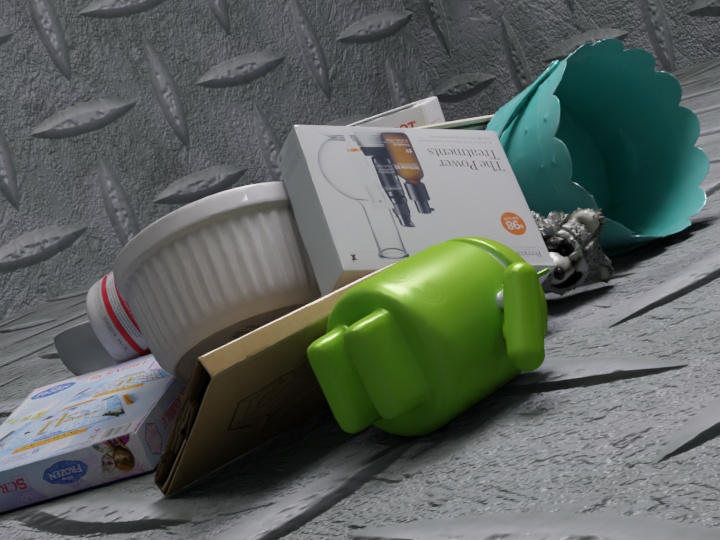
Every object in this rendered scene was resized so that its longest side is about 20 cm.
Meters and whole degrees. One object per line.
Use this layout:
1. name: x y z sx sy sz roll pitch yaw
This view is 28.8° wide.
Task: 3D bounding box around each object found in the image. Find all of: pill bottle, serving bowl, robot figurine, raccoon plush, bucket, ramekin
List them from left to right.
1. serving bowl: -0.236 0.088 1.559 0.199 0.066 0.200 -12 -10 -2
2. pill bottle: -0.164 0.009 1.388 0.200 0.112 0.112 -35 3 16
3. ramekin: -0.104 0.017 1.218 0.199 0.105 0.200 -20 -18 -7
4. robot figurine: 0.056 0.044 1.012 0.200 0.116 0.175 -27 -1 -44
5. raccoon plush: 0.152 -0.046 1.295 0.134 0.097 0.200 -16 43 6
6. bucket: 0.226 -0.110 1.385 0.207 0.208 0.135 -25 0 -37

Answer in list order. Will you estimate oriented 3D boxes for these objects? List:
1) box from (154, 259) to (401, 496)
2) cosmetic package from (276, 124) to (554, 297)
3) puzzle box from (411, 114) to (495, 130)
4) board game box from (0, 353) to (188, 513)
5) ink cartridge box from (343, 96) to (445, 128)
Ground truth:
1. box: -0.059 0.081 1.070 0.200 0.021 0.164 -25 -26 -36
2. cosmetic package: 0.045 -0.048 1.168 0.199 0.151 0.052 -2 -33 -28
3. puzzle box: 0.100 -0.085 1.417 0.199 0.134 0.025 -14 10 -35
4. board game box: -0.249 0.143 1.283 0.199 0.041 0.200 -17 17 18
5. ink cartridge box: 0.051 -0.093 1.691 0.144 0.201 0.084 -16 8 20
